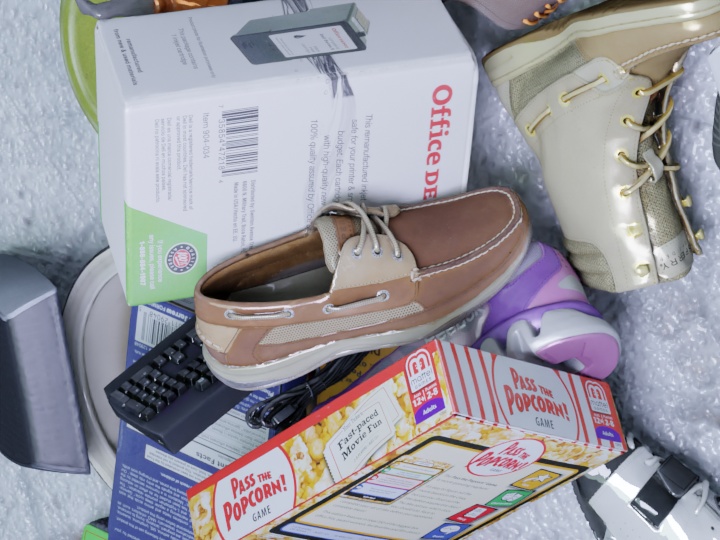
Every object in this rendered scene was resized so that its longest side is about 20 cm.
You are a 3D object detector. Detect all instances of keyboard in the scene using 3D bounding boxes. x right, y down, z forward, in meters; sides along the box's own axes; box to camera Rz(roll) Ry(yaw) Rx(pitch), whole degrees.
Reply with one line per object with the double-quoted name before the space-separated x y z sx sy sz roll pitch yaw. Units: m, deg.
"keyboard" -0.046 0.037 1.242 0.127 0.200 0.021 27 146 40

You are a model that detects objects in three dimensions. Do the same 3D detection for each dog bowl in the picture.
"dog bowl" -0.098 0.066 1.380 0.199 0.074 0.202 10 109 32

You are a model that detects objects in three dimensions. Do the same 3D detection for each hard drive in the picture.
"hard drive" -0.228 0.062 1.420 0.200 0.042 0.136 -162 62 -68

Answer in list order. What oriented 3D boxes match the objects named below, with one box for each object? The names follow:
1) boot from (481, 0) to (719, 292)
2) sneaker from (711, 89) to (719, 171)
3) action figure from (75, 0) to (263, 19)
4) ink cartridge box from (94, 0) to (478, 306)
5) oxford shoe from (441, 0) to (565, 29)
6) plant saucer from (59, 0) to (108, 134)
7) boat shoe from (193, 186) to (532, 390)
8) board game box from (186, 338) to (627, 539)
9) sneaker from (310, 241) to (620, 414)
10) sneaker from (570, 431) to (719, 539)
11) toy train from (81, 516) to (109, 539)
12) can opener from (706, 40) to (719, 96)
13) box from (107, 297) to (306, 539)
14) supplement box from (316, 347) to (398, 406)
"boot" 0.156 -0.071 1.163 0.200 0.072 0.157 -15 96 57
"sneaker" 0.225 -0.130 1.117 0.066 0.090 0.201 34 119 21
"action figure" -0.050 -0.114 1.270 0.192 0.105 0.201 -19 103 2
"ink cartridge box" -0.044 -0.072 1.211 0.084 0.198 0.146 -115 22 -46
"oxford shoe" 0.109 -0.173 1.195 0.199 0.071 0.074 9 112 41
"plant saucer" -0.120 -0.146 1.365 0.199 0.031 0.202 10 109 30
"boat shoe" 0.000 0.000 1.184 0.076 0.199 0.072 -117 3 -47
"board game box" 0.025 0.113 1.194 0.199 0.151 0.047 -33 58 33
"sneaker" 0.054 0.047 1.235 0.199 0.080 0.089 -28 58 26
"sneaker" 0.177 0.138 1.243 0.088 0.074 0.201 -24 89 16
"toy train" -0.111 0.222 1.458 0.199 0.042 0.057 19 102 27
"can opener" 0.229 -0.038 1.105 0.053 0.067 0.201 -14 124 18
"box" -0.098 0.119 1.328 0.121 0.032 0.202 21 113 29
"supplement box" 0.014 0.099 1.328 0.066 0.069 0.202 13 112 30
